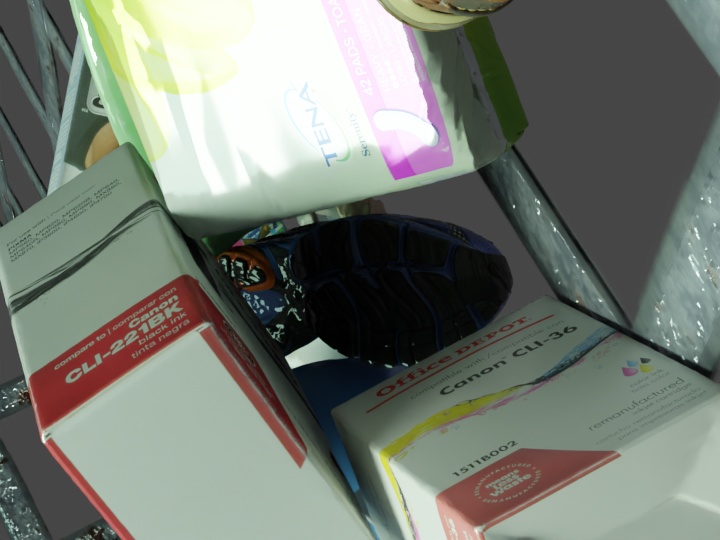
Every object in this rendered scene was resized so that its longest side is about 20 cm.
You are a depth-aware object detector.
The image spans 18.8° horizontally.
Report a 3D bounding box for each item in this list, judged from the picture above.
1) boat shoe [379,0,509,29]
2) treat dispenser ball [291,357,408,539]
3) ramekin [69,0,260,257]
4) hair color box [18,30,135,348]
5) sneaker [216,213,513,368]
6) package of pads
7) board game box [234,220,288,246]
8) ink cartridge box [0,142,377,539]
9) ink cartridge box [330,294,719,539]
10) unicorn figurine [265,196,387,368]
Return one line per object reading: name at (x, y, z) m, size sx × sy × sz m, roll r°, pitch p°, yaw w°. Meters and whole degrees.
boat shoe at (0.006, -0.180, 0.750) m, size 0.201 × 0.072 × 0.067 m, roll 61°, pitch 156°, yaw -12°
treat dispenser ball at (-0.001, 0.145, 1.083) m, size 0.201 × 0.200 × 0.201 m, roll 57°, pitch 164°, yaw 25°
ramekin at (-0.068, -0.115, 1.055) m, size 0.201 × 0.097 × 0.201 m, roll 58°, pitch 161°, yaw 33°
hair color box at (-0.116, -0.047, 1.172) m, size 0.061 × 0.098 × 0.201 m, roll 170°, pitch 111°, yaw -76°
sneaker at (0.000, 0.000, 1.055) m, size 0.199 × 0.078 × 0.076 m, roll 0°, pitch 111°, yaw 47°
package of pads at (-0.039, -0.120, 0.877) m, size 0.154 × 0.068 × 0.201 m, roll -13°, pitch 107°, yaw 32°
board game box at (-0.087, 0.053, 1.334) m, size 0.201 × 0.147 × 0.064 m, roll 60°, pitch 174°, yaw 15°
ink cartridge box at (-0.079, 0.052, 0.939) m, size 0.145 × 0.084 × 0.200 m, roll 56°, pitch 180°, yaw -28°
ink cartridge box at (0.065, 0.075, 0.896) m, size 0.200 × 0.116 × 0.068 m, roll 29°, pitch 143°, yaw 66°
unicorn figurine at (-0.017, 0.029, 1.189) m, size 0.137 × 0.074 × 0.200 m, roll 48°, pitch 156°, yaw 20°
